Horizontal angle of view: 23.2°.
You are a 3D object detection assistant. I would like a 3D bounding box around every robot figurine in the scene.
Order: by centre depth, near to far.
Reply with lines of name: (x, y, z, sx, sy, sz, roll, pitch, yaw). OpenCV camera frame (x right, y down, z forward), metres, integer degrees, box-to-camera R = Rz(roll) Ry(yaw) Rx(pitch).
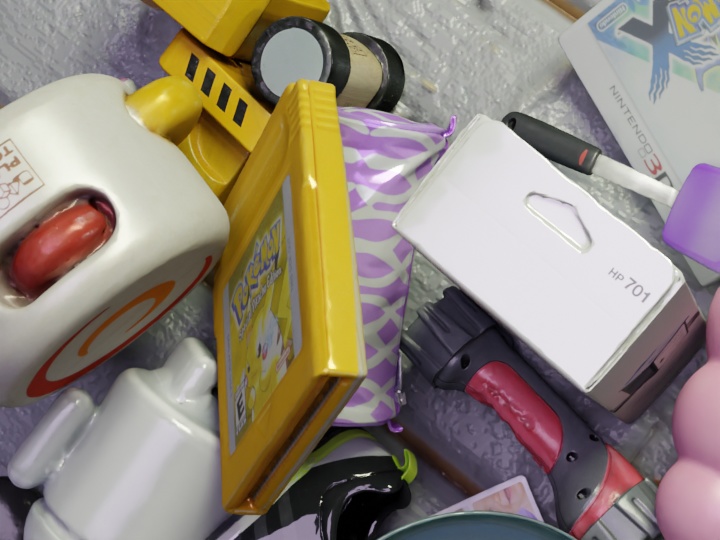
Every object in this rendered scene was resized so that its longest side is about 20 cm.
robot figurine: (-0.135, 0.142, 1.108, 0.169, 0.113, 0.200, 34, 91, -15)

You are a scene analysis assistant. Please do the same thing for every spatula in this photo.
spatula: (0.159, -0.059, 1.070, 0.200, 0.021, 0.057, 30, 98, 37)

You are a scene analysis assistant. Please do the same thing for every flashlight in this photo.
flashlight: (0.103, 0.099, 1.070, 0.068, 0.068, 0.200, -46, 74, 4)

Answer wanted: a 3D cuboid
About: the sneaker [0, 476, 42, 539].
sneaker: (-0.228, 0.230, 1.137, 0.074, 0.088, 0.201, -16, 76, 15)

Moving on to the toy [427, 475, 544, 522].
toy: (0.031, 0.218, 1.083, 0.199, 0.047, 0.116, -26, 74, 11)

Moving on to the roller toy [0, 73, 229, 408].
roller toy: (-0.183, -0.023, 1.045, 0.140, 0.182, 0.200, 51, 130, 7)

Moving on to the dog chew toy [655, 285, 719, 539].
dog chew toy: (0.235, 0.084, 0.997, 0.124, 0.125, 0.201, 28, 84, 18)

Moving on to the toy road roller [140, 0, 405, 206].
toy road roller: (-0.085, -0.128, 1.134, 0.200, 0.123, 0.146, 43, 106, 17)

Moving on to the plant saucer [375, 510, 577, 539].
plant saucer: (0.063, 0.225, 1.037, 0.199, 0.027, 0.201, -2, 112, -4)

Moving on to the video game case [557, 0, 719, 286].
video game case: (0.227, -0.112, 1.022, 0.200, 0.022, 0.183, -37, 79, 44)

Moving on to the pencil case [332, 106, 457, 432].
pencil case: (0.000, 0.000, 1.052, 0.085, 0.084, 0.201, 10, 100, 5)

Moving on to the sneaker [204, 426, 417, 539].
sneaker: (-0.043, 0.181, 1.072, 0.083, 0.072, 0.200, 35, 86, 41)

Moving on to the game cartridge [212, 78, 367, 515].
game cartridge: (-0.048, 0.014, 1.008, 0.032, 0.176, 0.201, 6, 56, -21)

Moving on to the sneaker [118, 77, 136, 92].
sneaker: (-0.202, -0.035, 1.180, 0.200, 0.081, 0.089, -41, 97, 12)

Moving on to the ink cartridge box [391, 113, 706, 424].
ink cartridge box: (0.116, 0.005, 1.010, 0.146, 0.200, 0.086, 42, 94, 18)
